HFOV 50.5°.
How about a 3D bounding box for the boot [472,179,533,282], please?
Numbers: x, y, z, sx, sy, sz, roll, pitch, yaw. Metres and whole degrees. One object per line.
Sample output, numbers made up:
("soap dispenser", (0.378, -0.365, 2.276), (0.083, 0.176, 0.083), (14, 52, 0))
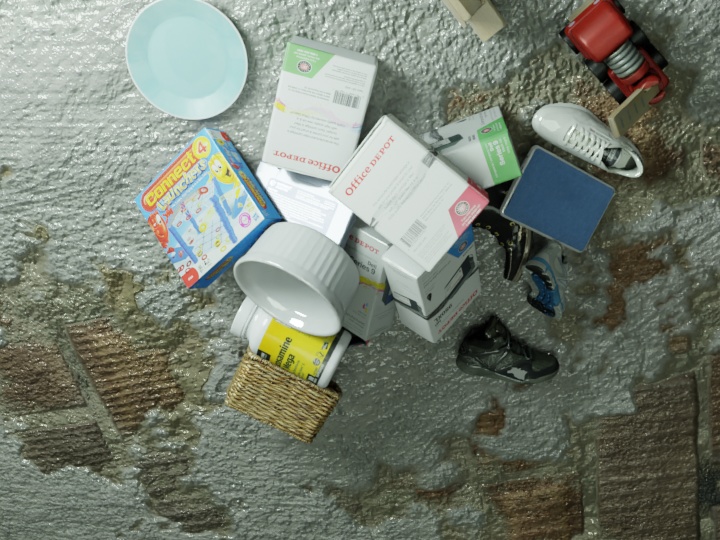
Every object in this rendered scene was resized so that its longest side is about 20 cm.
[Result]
("boot", (0.227, -0.079, 1.348), (0.150, 0.073, 0.200), (4, 116, -1))

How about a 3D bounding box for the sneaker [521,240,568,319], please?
("sneaker", (0.349, 0.017, 1.382), (0.075, 0.087, 0.200), (27, 161, 27))

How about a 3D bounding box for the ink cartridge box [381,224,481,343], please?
("ink cartridge box", (0.129, 0.009, 1.322), (0.145, 0.084, 0.200), (-45, 145, -19))

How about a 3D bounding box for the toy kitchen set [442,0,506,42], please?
("toy kitchen set", (0.183, -0.454, 1.086), (0.180, 0.163, 0.200), (-36, 112, 20))

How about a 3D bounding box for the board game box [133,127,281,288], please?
("board game box", (-0.265, -0.105, 1.309), (0.200, 0.056, 0.196), (-40, 76, 21))

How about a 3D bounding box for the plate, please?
("plate", (-0.282, -0.346, 1.249), (0.200, 0.026, 0.200), (1, 120, 3))

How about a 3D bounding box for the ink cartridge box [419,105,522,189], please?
("ink cartridge box", (0.151, -0.180, 1.252), (0.200, 0.146, 0.084), (-19, 115, 12))

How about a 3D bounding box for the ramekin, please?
("ramekin", (-0.099, 0.011, 1.258), (0.200, 0.098, 0.201), (23, 152, 13))

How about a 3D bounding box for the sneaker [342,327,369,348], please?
("sneaker", (-0.073, 0.119, 1.468), (0.200, 0.085, 0.075), (-7, 119, 7))

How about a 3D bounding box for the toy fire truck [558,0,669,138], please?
("toy fire truck", (0.384, -0.301, 1.142), (0.129, 0.200, 0.176), (-40, 111, 21))

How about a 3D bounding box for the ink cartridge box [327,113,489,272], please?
("ink cartridge box", (0.073, -0.120, 1.158), (0.200, 0.085, 0.146), (38, 107, -4))

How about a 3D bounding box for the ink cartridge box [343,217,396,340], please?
("ink cartridge box", (0.000, 0.000, 1.362), (0.145, 0.087, 0.200), (31, 122, 28))

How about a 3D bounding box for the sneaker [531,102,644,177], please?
("sneaker", (0.379, -0.214, 1.262), (0.200, 0.081, 0.076), (21, 120, -7))

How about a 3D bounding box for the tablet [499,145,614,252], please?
("tablet", (0.339, -0.119, 1.308), (0.200, 0.014, 0.130), (21, 100, -28))

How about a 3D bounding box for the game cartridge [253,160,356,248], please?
("game cartridge", (-0.100, -0.111, 1.304), (0.200, 0.041, 0.133), (23, 92, 17))

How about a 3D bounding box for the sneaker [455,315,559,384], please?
("sneaker", (0.292, 0.154, 1.476), (0.199, 0.076, 0.114), (10, 126, 3))

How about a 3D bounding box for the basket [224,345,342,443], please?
("basket", (-0.139, 0.211, 1.488), (0.200, 0.143, 0.149), (26, 121, -6))

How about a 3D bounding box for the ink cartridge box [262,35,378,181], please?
("ink cartridge box", (-0.066, -0.261, 1.245), (0.145, 0.084, 0.200), (14, 114, -5))

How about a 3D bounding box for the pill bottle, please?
("pill bottle", (-0.127, 0.120, 1.377), (0.200, 0.112, 0.112), (26, 118, 2))
